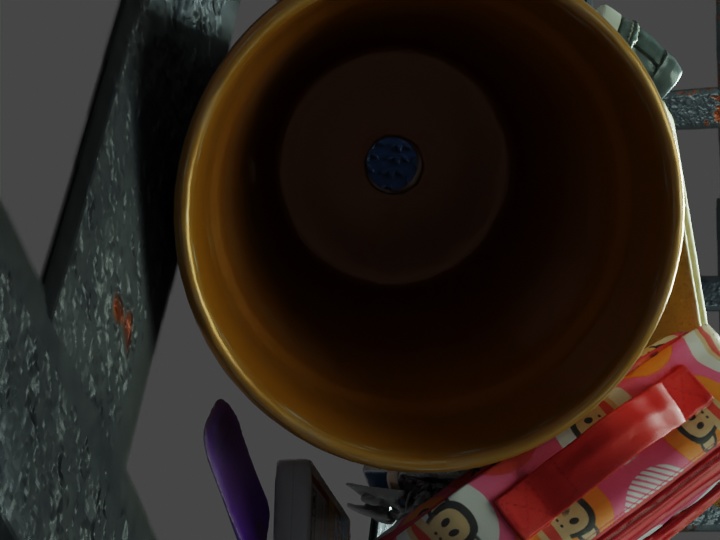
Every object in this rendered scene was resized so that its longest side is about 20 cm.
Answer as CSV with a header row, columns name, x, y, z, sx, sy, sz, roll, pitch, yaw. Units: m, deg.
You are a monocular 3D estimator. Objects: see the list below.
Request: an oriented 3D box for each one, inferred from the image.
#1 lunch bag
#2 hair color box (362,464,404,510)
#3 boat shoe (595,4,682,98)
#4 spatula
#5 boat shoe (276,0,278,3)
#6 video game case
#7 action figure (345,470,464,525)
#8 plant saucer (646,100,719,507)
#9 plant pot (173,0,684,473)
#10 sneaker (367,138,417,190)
name,x,y,z,sx,sy,sz,roll,pitch,yaw
lunch bag,0.088,0.103,0.784,0.082,0.199,0.176,53,-31,13
hair color box,0.062,0.050,1.123,0.061,0.099,0.202,72,20,-56
boat shoe,0.119,-0.065,1.053,0.201,0.061,0.073,-59,-173,41
spatula,-0.049,0.152,0.764,0.057,0.020,0.202,-75,164,-70
boat shoe,-0.014,-0.138,0.857,0.202,0.074,0.065,49,60,-83
video game case,-0.023,0.176,0.842,0.200,0.017,0.145,72,19,-74
action figure,0.060,0.078,1.015,0.070,0.129,0.201,73,34,-43
plant saucer,0.159,0.017,0.958,0.200,0.048,0.202,-11,92,-78
plant pot,0.021,-0.035,0.772,0.183,0.198,0.202,-117,-157,-80
sneaker,0.000,0.000,0.932,0.078,0.069,0.201,87,12,-51
